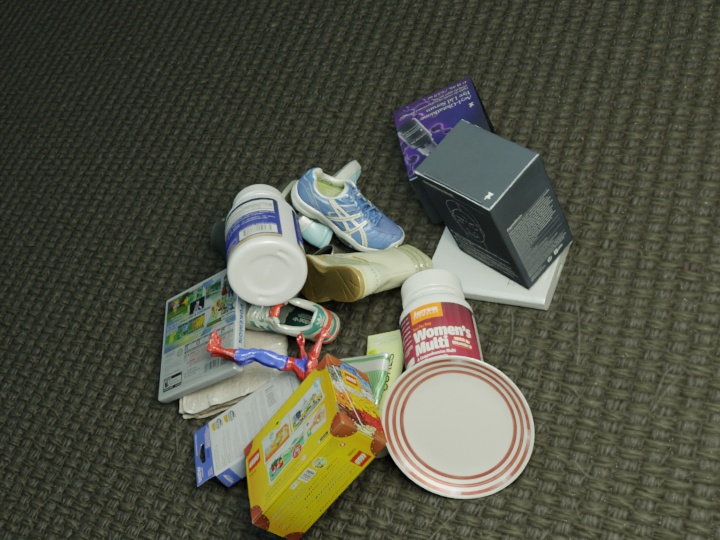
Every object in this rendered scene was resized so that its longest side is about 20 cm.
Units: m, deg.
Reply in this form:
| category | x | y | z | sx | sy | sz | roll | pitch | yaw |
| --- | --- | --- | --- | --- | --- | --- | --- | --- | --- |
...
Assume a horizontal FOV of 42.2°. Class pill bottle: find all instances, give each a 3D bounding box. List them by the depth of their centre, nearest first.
| category | x | y | z | sx | sy | sz | roll | pitch | yaw |
| --- | --- | --- | --- | --- | --- | --- | --- | --- | --- |
| pill bottle | 0.113 | 0.103 | 1.317 | 0.109 | 0.110 | 0.200 | -20 | 50 | 16 |
| pill bottle | -0.150 | -0.048 | 1.443 | 0.119 | 0.120 | 0.200 | -28 | 33 | 9 |

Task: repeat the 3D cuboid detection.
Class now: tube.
| category | x | y | z | sx | sy | sz | roll | pitch | yaw |
| --- | --- | --- | --- | --- | --- | --- | --- | --- | --- |
| tube | 0.028 | 0.172 | 1.358 | 0.058 | 0.052 | 0.200 | 14 | 54 | -2 |

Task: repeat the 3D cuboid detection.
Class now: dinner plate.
| category | x | y | z | sx | sy | sz | roll | pitch | yaw |
| --- | --- | --- | --- | --- | --- | --- | --- | --- | --- |
| dinner plate | 0.126 | 0.203 | 1.214 | 0.200 | 0.201 | 0.024 | -17 | 9 | 18 |

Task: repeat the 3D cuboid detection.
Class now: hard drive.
| category | x | y | z | sx | sy | sz | roll | pitch | yaw |
| --- | --- | --- | --- | --- | --- | --- | --- | --- | --- |
| hard drive | 0.205 | -0.014 | 1.406 | 0.199 | 0.026 | 0.132 | 8 | 61 | 33 |

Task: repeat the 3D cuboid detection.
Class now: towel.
| category | x | y | z | sx | sy | sz | roll | pitch | yaw |
| --- | --- | --- | --- | --- | --- | --- | --- | --- | --- |
| towel | -0.029 | 0.213 | 1.333 | 0.152 | 0.023 | 0.200 | -16 | 46 | 55 |
| towel | -0.206 | 0.157 | 1.506 | 0.199 | 0.034 | 0.133 | -21 | 50 | 14 |

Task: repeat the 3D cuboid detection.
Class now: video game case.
| category | x | y | z | sx | sy | sz | roll | pitch | yaw |
| --- | --- | --- | --- | --- | --- | --- | --- | --- | --- |
| video game case | -0.254 | 0.102 | 1.498 | 0.200 | 0.022 | 0.183 | -25 | 55 | 39 |

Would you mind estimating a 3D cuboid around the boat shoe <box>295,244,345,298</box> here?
| category | x | y | z | sx | sy | sz | roll | pitch | yaw |
| --- | --- | --- | --- | --- | --- | --- | --- | --- | --- |
| boat shoe | -0.111 | 0.020 | 1.537 | 0.200 | 0.057 | 0.067 | -31 | 48 | 6 |

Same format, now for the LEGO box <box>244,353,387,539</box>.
| category | x | y | z | sx | sy | sz | roll | pitch | yaw |
| --- | --- | --- | --- | --- | --- | --- | --- | --- | --- |
| LEGO box | -0.067 | 0.238 | 1.257 | 0.200 | 0.077 | 0.149 | -49 | 28 | 18 |

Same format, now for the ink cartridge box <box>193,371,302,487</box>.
| category | x | y | z | sx | sy | sz | roll | pitch | yaw |
| --- | --- | --- | --- | --- | --- | --- | --- | --- | --- |
| ink cartridge box | -0.160 | 0.240 | 1.397 | 0.200 | 0.042 | 0.119 | -32 | 35 | 7 |

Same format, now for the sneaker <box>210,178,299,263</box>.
| category | x | y | z | sx | sy | sz | roll | pitch | yaw |
| --- | --- | --- | --- | --- | --- | --- | --- | --- | --- |
| sneaker | -0.183 | -0.091 | 1.602 | 0.106 | 0.075 | 0.200 | 41 | 102 | 27 |

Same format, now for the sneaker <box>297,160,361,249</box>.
| category | x | y | z | sx | sy | sz | roll | pitch | yaw |
| --- | --- | --- | --- | --- | --- | --- | --- | --- | --- |
| sneaker | -0.043 | -0.108 | 1.596 | 0.074 | 0.082 | 0.200 | -27 | 20 | 49 |

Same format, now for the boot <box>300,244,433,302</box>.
| category | x | y | z | sx | sy | sz | roll | pitch | yaw |
| --- | --- | --- | --- | --- | --- | --- | --- | --- | --- |
| boot | 0.000 | 0.000 | 1.446 | 0.154 | 0.072 | 0.200 | -15 | 12 | -33 |

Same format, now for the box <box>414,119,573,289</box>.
| category | x | y | z | sx | sy | sz | roll | pitch | yaw |
| --- | --- | --- | --- | --- | --- | --- | --- | --- | --- |
| box | 0.191 | -0.092 | 1.318 | 0.107 | 0.200 | 0.148 | -48 | 49 | -10 |

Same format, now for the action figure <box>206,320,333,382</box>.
| category | x | y | z | sx | sy | sz | roll | pitch | yaw |
| --- | --- | --- | --- | --- | --- | --- | --- | --- | --- |
| action figure | -0.115 | 0.110 | 1.376 | 0.199 | 0.065 | 0.099 | 19 | 75 | 5 |

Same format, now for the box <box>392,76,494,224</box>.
| category | x | y | z | sx | sy | sz | roll | pitch | yaw |
| --- | --- | --- | --- | --- | --- | --- | --- | --- | --- |
| box | 0.148 | -0.195 | 1.502 | 0.148 | 0.104 | 0.200 | -24 | 41 | 12 |

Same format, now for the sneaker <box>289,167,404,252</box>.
| category | x | y | z | sx | sy | sz | roll | pitch | yaw |
| --- | --- | --- | --- | --- | --- | --- | --- | --- | --- |
| sneaker | -0.017 | -0.094 | 1.496 | 0.200 | 0.077 | 0.076 | 27 | 53 | -7 |

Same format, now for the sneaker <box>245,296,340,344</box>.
| category | x | y | z | sx | sy | sz | roll | pitch | yaw |
| --- | --- | --- | --- | --- | --- | --- | --- | --- | --- |
| sneaker | -0.133 | 0.061 | 1.453 | 0.199 | 0.093 | 0.071 | 13 | 76 | 22 |
